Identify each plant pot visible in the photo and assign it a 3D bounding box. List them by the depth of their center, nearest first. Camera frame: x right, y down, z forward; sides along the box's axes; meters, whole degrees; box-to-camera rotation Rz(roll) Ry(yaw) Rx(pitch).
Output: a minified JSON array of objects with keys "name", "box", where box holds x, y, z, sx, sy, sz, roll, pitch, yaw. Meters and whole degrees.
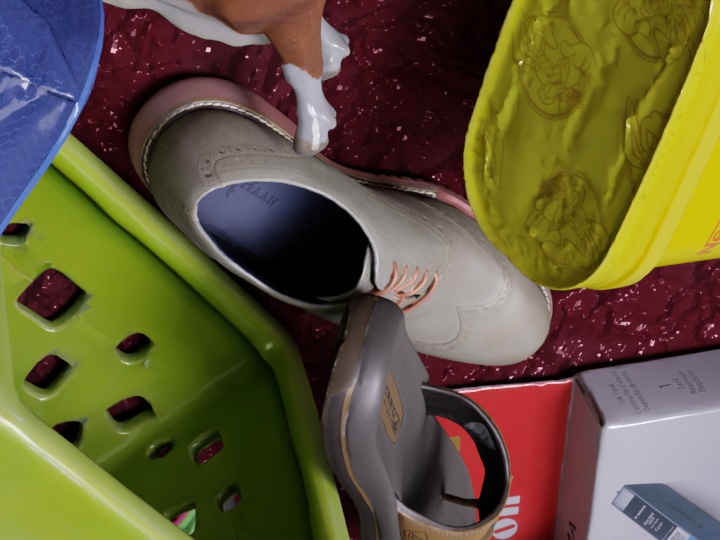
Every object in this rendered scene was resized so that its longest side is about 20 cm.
[{"name":"plant pot","box":[-0.133,0.081,0.726,0.181,0.200,0.199,-35,127,16]}]

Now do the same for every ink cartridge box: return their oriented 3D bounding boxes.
[{"name":"ink cartridge box","box":[0.096,0.135,0.926,0.176,0.045,0.200,-7,125,-14]}]

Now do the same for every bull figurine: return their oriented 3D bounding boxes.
[{"name":"bull figurine","box":[-0.011,-0.118,0.707,0.200,0.065,0.121,-29,130,3]}]

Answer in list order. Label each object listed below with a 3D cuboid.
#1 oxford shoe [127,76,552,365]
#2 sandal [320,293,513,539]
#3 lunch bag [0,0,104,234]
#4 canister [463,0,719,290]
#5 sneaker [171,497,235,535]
[{"name":"oxford shoe","box":[0.000,0.000,0.784,0.200,0.074,0.071,24,112,-30]},{"name":"sandal","box":[0.030,0.072,0.788,0.054,0.082,0.200,3,148,13]},{"name":"lunch bag","box":[-0.166,-0.077,0.601,0.132,0.200,0.136,24,118,-27]},{"name":"canister","box":[0.151,-0.073,0.744,0.200,0.087,0.149,-7,130,-37]},{"name":"sneaker","box":[-0.084,0.178,0.857,0.084,0.077,0.200,8,96,-38]}]
